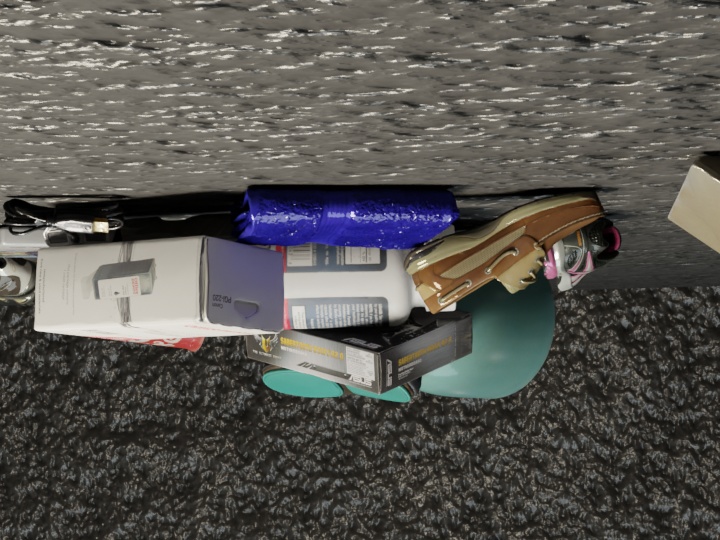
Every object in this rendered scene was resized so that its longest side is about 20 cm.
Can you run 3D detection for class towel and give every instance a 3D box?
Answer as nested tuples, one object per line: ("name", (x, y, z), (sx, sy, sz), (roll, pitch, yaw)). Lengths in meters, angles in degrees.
("towel", (-0.018, -0.046, 1.525), (0.198, 0.050, 0.148), (-1, 177, -10))

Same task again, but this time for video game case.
("video game case", (-0.344, -0.032, 1.896), (0.198, 0.023, 0.182), (-1, 177, -29))

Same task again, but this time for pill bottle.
("pill bottle", (0.000, 0.000, 1.714), (0.198, 0.121, 0.120), (-1, 177, 2))

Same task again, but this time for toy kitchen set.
("toy kitchen set", (0.367, -0.065, 1.337), (0.163, 0.181, 0.201), (34, 147, 15))

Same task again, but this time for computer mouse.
("computer mouse", (-0.273, -0.042, 1.584), (0.108, 0.044, 0.200), (-3, 172, -1))

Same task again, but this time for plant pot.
("plant pot", (0.100, 0.054, 1.899), (0.199, 0.203, 0.160), (-4, 179, 41))

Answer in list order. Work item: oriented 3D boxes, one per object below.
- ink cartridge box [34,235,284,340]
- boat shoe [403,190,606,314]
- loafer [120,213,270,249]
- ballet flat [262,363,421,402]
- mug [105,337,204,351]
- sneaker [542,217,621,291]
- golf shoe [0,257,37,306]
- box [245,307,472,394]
("ink cartridge box", (-0.190, 0.020, 1.566), (0.198, 0.086, 0.145), (-2, 174, 29))
("boat shoe", (0.142, -0.016, 1.564), (0.198, 0.074, 0.076), (-22, 175, 17))
("loafer", (-0.176, -0.019, 1.679), (0.198, 0.063, 0.072), (0, -154, 24))
("ballet flat", (-0.016, 0.108, 1.845), (0.198, 0.074, 0.073), (1, 178, 31))
("mug", (-0.302, 0.014, 2.136), (0.198, 0.179, 0.134), (4, -149, -19))
("sneaker", (0.252, -0.023, 1.829), (0.086, 0.081, 0.200), (-13, 180, 13))
("golf shoe", (-0.507, 0.000, 2.095), (0.198, 0.079, 0.094), (-4, 158, 20))
("box", (-0.002, 0.070, 1.774), (0.199, 0.049, 0.158), (13, -156, 41))
